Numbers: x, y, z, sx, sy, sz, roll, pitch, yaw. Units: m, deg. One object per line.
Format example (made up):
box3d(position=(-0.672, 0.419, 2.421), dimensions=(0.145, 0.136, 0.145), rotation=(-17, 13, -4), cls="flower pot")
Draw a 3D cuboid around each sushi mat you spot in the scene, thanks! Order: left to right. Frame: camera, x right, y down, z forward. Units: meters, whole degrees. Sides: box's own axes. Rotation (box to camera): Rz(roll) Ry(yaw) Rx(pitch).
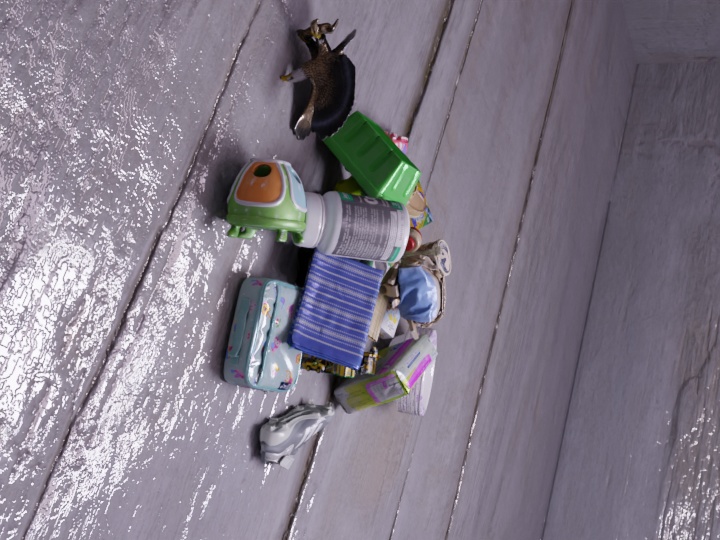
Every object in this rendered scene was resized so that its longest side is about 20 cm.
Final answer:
box3d(position=(0.030, 0.036, 1.689), dimensions=(0.095, 0.012, 0.203), rotation=(41, 55, -36), cls="sushi mat")

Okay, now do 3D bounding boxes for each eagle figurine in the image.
box3d(position=(-0.073, -0.347, 1.507), dimensions=(0.152, 0.148, 0.205), rotation=(-36, 115, -64), cls="eagle figurine")

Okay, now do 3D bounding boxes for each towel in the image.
box3d(position=(-0.043, 0.067, 1.488), dimensions=(0.024, 0.142, 0.204), rotation=(137, -29, -64), cls="towel")

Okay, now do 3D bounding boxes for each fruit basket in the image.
box3d(position=(-0.001, -0.178, 1.634), dimensions=(0.155, 0.211, 0.221), rotation=(17, 80, -59), cls="fruit basket")

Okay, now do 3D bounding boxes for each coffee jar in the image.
box3d(position=(0.000, 0.000, 1.595), dimensions=(0.202, 0.084, 0.105), rotation=(-58, 140, -24), cls="coffee jar")

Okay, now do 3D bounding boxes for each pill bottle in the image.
box3d(position=(-0.019, -0.081, 1.486), dimensions=(0.196, 0.113, 0.116), rotation=(7, 90, -22), cls="pill bottle")

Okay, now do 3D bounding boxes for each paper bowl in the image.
box3d(position=(0.114, 0.231, 1.918), dimensions=(0.200, 0.102, 0.206), rotation=(7, 90, -79), cls="paper bowl")

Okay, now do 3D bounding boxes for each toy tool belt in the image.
box3d(position=(0.107, 0.026, 1.677), dimensions=(0.123, 0.122, 0.204), rotation=(-49, 129, -58), cls="toy tool belt")

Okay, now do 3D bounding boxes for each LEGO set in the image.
box3d(position=(-0.042, 0.139, 1.619), dimensions=(0.199, 0.151, 0.119), rotation=(10, 87, -63), cls="LEGO set")

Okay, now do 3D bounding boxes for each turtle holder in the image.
box3d(position=(-0.146, -0.117, 1.396), dimensions=(0.184, 0.138, 0.135), rotation=(3, 92, -55), cls="turtle holder")

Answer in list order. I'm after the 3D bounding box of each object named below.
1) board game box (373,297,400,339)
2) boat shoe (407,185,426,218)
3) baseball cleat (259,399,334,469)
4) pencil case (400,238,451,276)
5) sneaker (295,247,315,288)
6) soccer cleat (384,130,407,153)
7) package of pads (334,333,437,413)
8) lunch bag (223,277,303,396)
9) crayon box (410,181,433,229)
box3d(position=(0.018, 0.031, 1.712), dimensions=(0.200, 0.034, 0.137), rotation=(43, 54, -34), cls="board game box")
box3d(position=(0.087, -0.179, 1.762), dimensions=(0.199, 0.065, 0.076), rotation=(33, 50, -42), cls="boat shoe")
box3d(position=(-0.127, 0.321, 1.595), dimensions=(0.198, 0.069, 0.109), rotation=(-7, 108, -50), cls="baseball cleat")
box3d(position=(0.106, -0.021, 1.795), dimensions=(0.089, 0.196, 0.080), rotation=(20, 68, -54), cls="pencil case")
box3d(position=(-0.077, -0.048, 1.594), dimensions=(0.087, 0.074, 0.205), rotation=(21, 77, -59), cls="sneaker")
box3d(position=(0.062, -0.259, 1.776), dimensions=(0.200, 0.065, 0.078), rotation=(-34, 142, -76), cls="soccer cleat")
box3d(position=(0.051, 0.223, 1.745), dimensions=(0.069, 0.198, 0.154), rotation=(56, 42, -8), cls="package of pads")
box3d(position=(-0.167, 0.119, 1.464), dimensions=(0.160, 0.076, 0.205), rotation=(24, 73, -60), cls="lunch bag")
box3d(position=(0.084, -0.139, 1.843), dimensions=(0.199, 0.051, 0.128), rotation=(-31, 102, -54), cls="crayon box")
